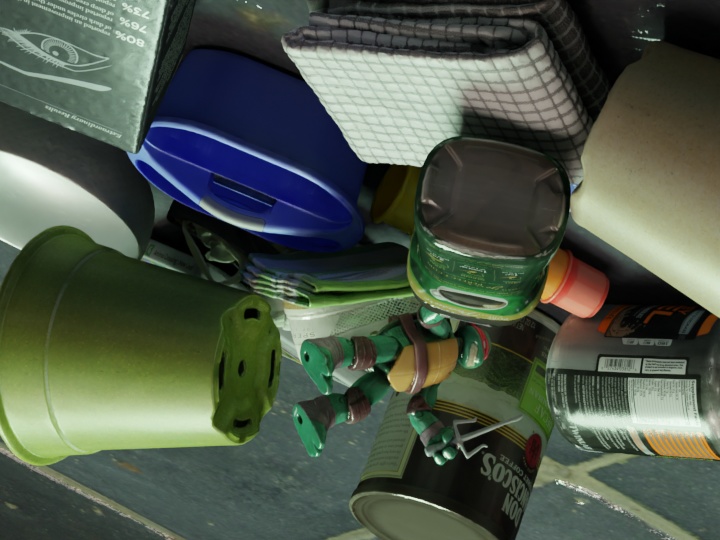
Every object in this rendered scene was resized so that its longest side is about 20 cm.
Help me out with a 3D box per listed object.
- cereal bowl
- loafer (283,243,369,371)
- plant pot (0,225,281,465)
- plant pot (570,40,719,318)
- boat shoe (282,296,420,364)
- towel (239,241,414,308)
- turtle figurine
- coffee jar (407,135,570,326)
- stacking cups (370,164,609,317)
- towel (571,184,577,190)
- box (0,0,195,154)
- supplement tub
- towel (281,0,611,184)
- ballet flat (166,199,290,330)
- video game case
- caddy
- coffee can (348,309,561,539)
[{"bbox_3d":[-0.263,-0.084,1.934,0.199,0.084,0.200,18,155,9],"label":"cereal bowl"},{"bbox_3d":[-0.008,0.028,1.965,0.070,0.070,0.200,4,150,40],"label":"loafer"},{"bbox_3d":[-0.173,0.071,1.845,0.189,0.201,0.200,6,152,25],"label":"plant pot"},{"bbox_3d":[0.245,-0.054,1.469,0.183,0.201,0.201,27,158,18],"label":"plant pot"},{"bbox_3d":[0.024,0.039,1.851,0.199,0.070,0.071,-10,-174,-34],"label":"boat shoe"},{"bbox_3d":[0.000,0.000,1.755,0.148,0.031,0.200,-8,-174,-17],"label":"towel"},{"bbox_3d":[0.046,0.077,1.774,0.101,0.199,0.151,30,128,57],"label":"turtle figurine"},{"bbox_3d":[0.086,-0.023,1.573,0.104,0.086,0.200,12,165,2],"label":"coffee jar"},{"bbox_3d":[0.105,-0.022,1.792,0.199,0.061,0.060,27,156,-20],"label":"stacking cups"},{"bbox_3d":[0.201,-0.071,1.642,0.199,0.024,0.145,9,153,27],"label":"towel"},{"bbox_3d":[-0.194,-0.197,1.579,0.147,0.105,0.200,22,147,-1],"label":"box"},{"bbox_3d":[0.258,0.089,1.803,0.199,0.123,0.123,1,149,38],"label":"supplement tub"},{"bbox_3d":[0.067,-0.137,1.550,0.199,0.086,0.166,7,154,29],"label":"towel"},{"bbox_3d":[-0.088,0.003,1.896,0.200,0.073,0.073,45,158,9],"label":"ballet flat"},{"bbox_3d":[-0.103,0.037,2.055,0.200,0.022,0.182,35,173,-27],"label":"video game case"},{"bbox_3d":[-0.083,-0.082,1.755,0.199,0.105,0.141,22,157,-1],"label":"caddy"},{"bbox_3d":[0.091,0.138,1.949,0.146,0.201,0.147,18,156,8],"label":"coffee can"}]
